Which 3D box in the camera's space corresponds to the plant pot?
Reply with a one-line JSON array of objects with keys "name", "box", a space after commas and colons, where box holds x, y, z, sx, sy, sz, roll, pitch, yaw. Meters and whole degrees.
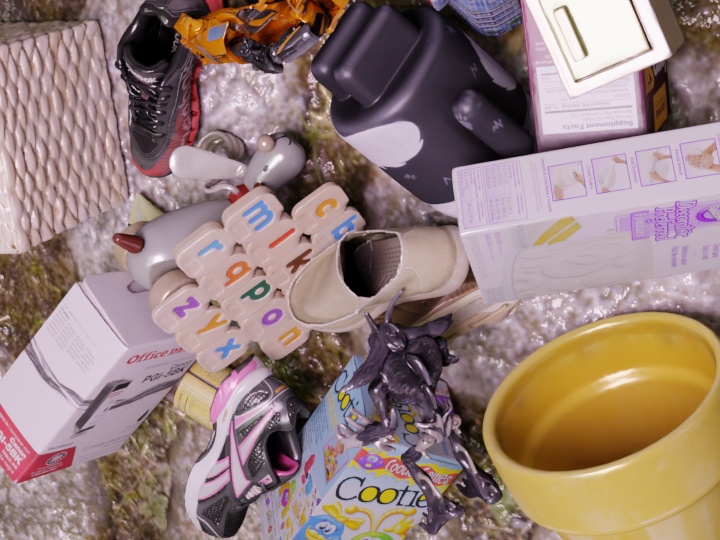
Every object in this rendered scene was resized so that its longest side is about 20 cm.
[{"name": "plant pot", "box": [0.226, 0.166, 0.997, 0.201, 0.201, 0.189, -13, 119, 30]}]

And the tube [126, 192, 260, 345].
[{"name": "tube", "box": [-0.152, 0.003, 1.197, 0.200, 0.052, 0.058, 32, 79, 17]}]

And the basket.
[{"name": "basket", "box": [-0.343, -0.125, 1.151, 0.161, 0.198, 0.200, 3, 110, 23]}]

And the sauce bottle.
[{"name": "sauce bottle", "box": [-0.162, 0.114, 1.233, 0.200, 0.065, 0.065, 31, 120, 14]}]

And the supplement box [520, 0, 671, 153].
[{"name": "supplement box", "box": [0.173, -0.198, 0.914, 0.086, 0.110, 0.200, -2, 109, 24]}]

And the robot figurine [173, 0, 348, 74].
[{"name": "robot figurine", "box": [-0.069, -0.220, 0.984, 0.058, 0.145, 0.200, 38, 163, -29]}]

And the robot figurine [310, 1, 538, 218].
[{"name": "robot figurine", "box": [0.059, -0.126, 0.964, 0.125, 0.150, 0.200, -35, 125, 30]}]

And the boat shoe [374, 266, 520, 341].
[{"name": "boat shoe", "box": [0.106, 0.012, 1.062, 0.200, 0.072, 0.065, -32, 136, 19]}]

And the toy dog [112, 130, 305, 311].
[{"name": "toy dog", "box": [-0.144, -0.054, 1.073, 0.132, 0.096, 0.200, 19, 74, 30]}]

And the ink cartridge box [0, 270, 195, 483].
[{"name": "ink cartridge box", "box": [-0.245, 0.095, 1.151, 0.083, 0.147, 0.200, 50, 117, 16]}]

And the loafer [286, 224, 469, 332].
[{"name": "loafer", "box": [0.000, 0.000, 1.011, 0.200, 0.068, 0.076, -22, 62, 44]}]

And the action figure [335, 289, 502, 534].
[{"name": "action figure", "box": [0.037, 0.111, 0.998, 0.102, 0.119, 0.200, -2, 116, 54]}]

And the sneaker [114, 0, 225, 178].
[{"name": "sneaker", "box": [-0.184, -0.169, 1.113, 0.071, 0.098, 0.201, 26, 120, 13]}]

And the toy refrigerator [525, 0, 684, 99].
[{"name": "toy refrigerator", "box": [0.138, -0.223, 0.816, 0.076, 0.070, 0.200, -21, 101, 27]}]

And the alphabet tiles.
[{"name": "alphabet tiles", "box": [-0.080, 0.007, 1.079, 0.196, 0.200, 0.015, -36, 52, 1]}]

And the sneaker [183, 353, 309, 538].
[{"name": "sneaker", "box": [-0.101, 0.181, 1.136, 0.086, 0.080, 0.200, 31, 128, 21]}]

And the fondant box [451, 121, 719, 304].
[{"name": "fondant box", "box": [0.179, -0.038, 0.925, 0.200, 0.144, 0.058, -10, 66, 10]}]

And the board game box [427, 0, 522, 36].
[{"name": "board game box", "box": [0.034, -0.264, 0.888, 0.062, 0.200, 0.200, -35, 83, 9]}]

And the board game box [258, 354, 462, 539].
[{"name": "board game box", "box": [-0.003, 0.192, 1.139, 0.103, 0.105, 0.200, 18, 125, -24]}]
